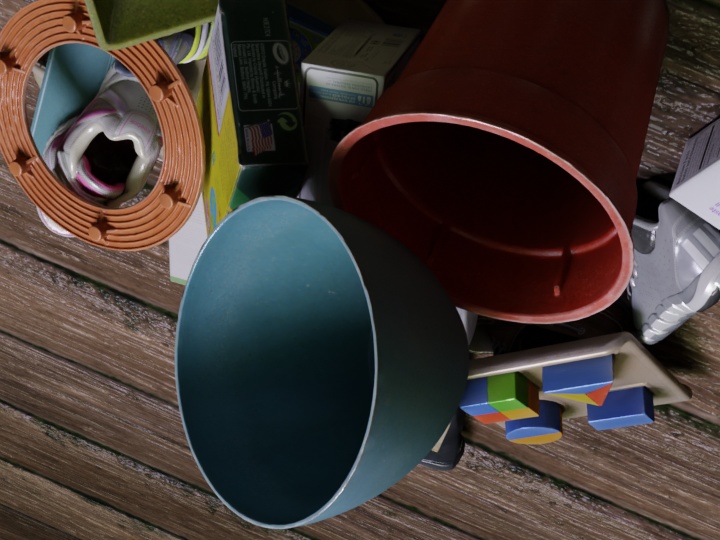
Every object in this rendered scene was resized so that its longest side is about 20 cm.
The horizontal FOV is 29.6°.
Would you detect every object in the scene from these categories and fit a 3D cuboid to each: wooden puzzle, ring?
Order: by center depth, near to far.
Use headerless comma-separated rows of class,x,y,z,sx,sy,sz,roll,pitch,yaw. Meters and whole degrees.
ring,-0.203,-0.104,1.017,0.199,0.019,0.202,13,120,24
wooden puzzle,0.176,0.110,1.189,0.184,0.047,0.200,-13,157,27

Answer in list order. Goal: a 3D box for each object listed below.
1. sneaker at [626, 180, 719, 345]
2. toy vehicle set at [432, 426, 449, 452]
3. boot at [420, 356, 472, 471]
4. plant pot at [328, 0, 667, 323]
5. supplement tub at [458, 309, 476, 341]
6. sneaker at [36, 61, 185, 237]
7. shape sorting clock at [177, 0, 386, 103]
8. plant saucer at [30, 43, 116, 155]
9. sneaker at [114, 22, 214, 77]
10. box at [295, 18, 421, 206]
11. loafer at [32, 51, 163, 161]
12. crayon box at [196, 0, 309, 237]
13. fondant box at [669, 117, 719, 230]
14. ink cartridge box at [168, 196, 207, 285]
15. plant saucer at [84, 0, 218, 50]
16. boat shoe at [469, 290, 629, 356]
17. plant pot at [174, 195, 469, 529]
sneaker,0.234,-0.015,1.080,0.116,0.075,0.200,49,164,7
toy vehicle set,0.021,0.104,1.174,0.123,0.027,0.200,25,-177,4
boot,0.034,0.133,1.437,0.163,0.066,0.200,9,150,9
plant pot,0.106,-0.103,0.892,0.199,0.196,0.201,18,149,12
supplement tub,0.000,0.000,1.159,0.198,0.123,0.123,6,147,10
sneaker,-0.214,-0.085,1.098,0.081,0.089,0.200,29,134,-14
shape sorting clock,-0.052,-0.150,1.074,0.198,0.039,0.201,10,135,10
plant saucer,-0.244,-0.132,1.148,0.070,0.019,0.201,35,134,6
sneaker,-0.145,-0.221,0.978,0.073,0.081,0.201,24,137,23
box,-0.004,-0.068,0.994,0.060,0.117,0.202,10,119,12
loafer,-0.194,-0.142,1.179,0.199,0.076,0.068,30,152,11
crayon box,-0.084,-0.094,0.992,0.050,0.128,0.200,-4,162,-15
fondant box,0.328,-0.072,0.917,0.144,0.059,0.200,32,150,-12
ink cartridge box,-0.110,-0.059,1.269,0.144,0.048,0.201,16,129,15
plant saucer,-0.099,-0.252,0.880,0.198,0.048,0.201,-18,147,-7
boat shoe,0.150,0.054,1.225,0.072,0.073,0.199,39,147,-25
plant pot,-0.008,0.057,0.874,0.134,0.202,0.199,2,169,-42
